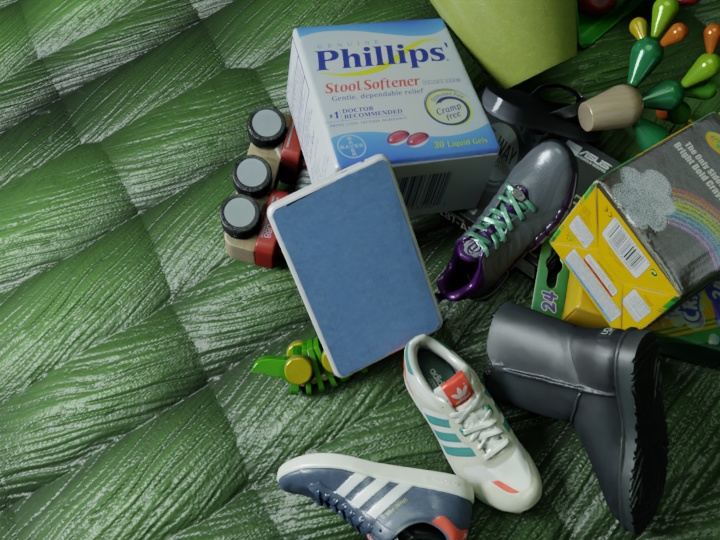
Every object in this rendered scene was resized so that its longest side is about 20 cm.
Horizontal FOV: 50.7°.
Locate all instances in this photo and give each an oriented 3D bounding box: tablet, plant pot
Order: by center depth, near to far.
[{"bbox_3d":[0.000,0.000,0.754,0.128,0.203,0.014,-25,26,-8],"label":"tablet"},{"bbox_3d":[0.163,-0.315,0.850,0.184,0.187,0.203,-25,96,-2],"label":"plant pot"}]

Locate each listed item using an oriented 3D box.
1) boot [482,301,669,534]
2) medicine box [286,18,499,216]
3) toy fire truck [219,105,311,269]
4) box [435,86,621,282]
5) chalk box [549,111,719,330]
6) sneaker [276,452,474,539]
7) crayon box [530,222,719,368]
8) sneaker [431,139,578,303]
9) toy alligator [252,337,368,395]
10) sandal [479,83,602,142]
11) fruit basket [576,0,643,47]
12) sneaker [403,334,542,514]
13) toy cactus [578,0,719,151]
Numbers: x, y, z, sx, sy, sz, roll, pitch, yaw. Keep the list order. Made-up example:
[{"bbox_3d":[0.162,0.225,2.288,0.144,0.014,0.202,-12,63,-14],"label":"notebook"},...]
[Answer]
[{"bbox_3d":[0.204,0.135,0.737,0.076,0.204,0.166,-22,20,-38],"label":"boot"},{"bbox_3d":[0.028,-0.165,0.830,0.178,0.104,0.203,-9,61,-16],"label":"medicine box"},{"bbox_3d":[-0.051,-0.088,0.890,0.196,0.129,0.179,15,70,-2],"label":"toy fire truck"},{"bbox_3d":[0.177,-0.103,0.883,0.199,0.044,0.160,38,76,25],"label":"box"},{"bbox_3d":[0.302,-0.048,0.706,0.198,0.124,0.126,-28,72,-18],"label":"chalk box"},{"bbox_3d":[0.009,0.233,0.732,0.196,0.075,0.086,4,60,12],"label":"sneaker"},{"bbox_3d":[0.283,0.008,0.774,0.196,0.052,0.128,16,67,0],"label":"crayon box"},{"bbox_3d":[0.147,-0.040,0.775,0.074,0.087,0.202,42,122,21],"label":"sneaker"},{"bbox_3d":[-0.018,0.095,0.821,0.196,0.059,0.055,-17,104,-1],"label":"toy alligator"},{"bbox_3d":[0.215,-0.182,0.845,0.076,0.198,0.043,44,122,34],"label":"sandal"},{"bbox_3d":[0.316,-0.382,0.904,0.155,0.216,0.216,-38,63,-10],"label":"fruit basket"},{"bbox_3d":[0.103,0.146,0.746,0.070,0.094,0.201,-32,62,-6],"label":"sneaker"},{"bbox_3d":[0.314,-0.194,0.835,0.162,0.203,0.103,-16,30,-11],"label":"toy cactus"}]
